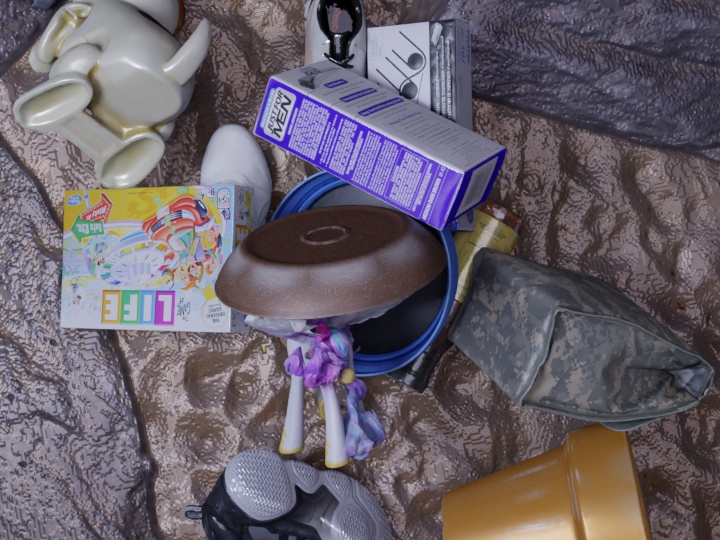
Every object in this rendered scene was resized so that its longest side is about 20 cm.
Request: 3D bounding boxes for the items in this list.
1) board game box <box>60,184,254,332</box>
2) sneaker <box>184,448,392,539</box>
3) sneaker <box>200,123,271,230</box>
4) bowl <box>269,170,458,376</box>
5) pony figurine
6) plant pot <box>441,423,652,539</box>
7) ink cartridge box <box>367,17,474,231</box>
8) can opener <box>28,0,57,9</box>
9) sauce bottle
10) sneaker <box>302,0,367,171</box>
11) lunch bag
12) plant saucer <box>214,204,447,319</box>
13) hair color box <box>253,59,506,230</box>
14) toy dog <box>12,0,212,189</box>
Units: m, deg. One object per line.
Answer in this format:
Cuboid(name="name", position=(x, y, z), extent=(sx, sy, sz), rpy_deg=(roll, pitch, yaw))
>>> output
Cuboid(name="board game box", position=(-0.193, -0.010, 1.191), extent=(0.200, 0.034, 0.135), rpy_deg=(0, 87, 29))
Cuboid(name="sneaker", position=(-0.071, 0.240, 1.222), extent=(0.200, 0.076, 0.114), rpy_deg=(28, 131, -31))
Cuboid(name="sneaker", position=(-0.123, -0.045, 1.226), extent=(0.070, 0.080, 0.200), rpy_deg=(1, 86, -2))
Cuboid(name="bowl", position=(0.000, 0.000, 1.209), extent=(0.200, 0.039, 0.201), rpy_deg=(4, 99, 25))
Cuboid(name="pony figurine", position=(-0.033, 0.068, 1.124), extent=(0.166, 0.193, 0.200), rpy_deg=(-11, 95, -27))
Cuboid(name="plant pot", position=(0.179, 0.255, 1.189), extent=(0.183, 0.200, 0.200), rpy_deg=(-13, 89, 11))
Cuboid(name="ink cartridge box", position=(0.058, -0.137, 1.221), extent=(0.094, 0.044, 0.200), rpy_deg=(-1, 90, 25))
Cuboid(name="can opener", position=(-0.312, -0.358, 1.247), extent=(0.067, 0.053, 0.200), rpy_deg=(13, 86, -36))
Cuboid(name="sauce bottle", position=(0.090, 0.024, 1.246), extent=(0.066, 0.066, 0.200), rpy_deg=(29, 89, -2))
Cuboid(name="sneaker", position=(-0.028, -0.192, 1.237), extent=(0.074, 0.080, 0.200), rpy_deg=(-2, 90, -6))
Cuboid(name="lunch bag", position=(0.208, 0.068, 1.177), extent=(0.200, 0.164, 0.118), rpy_deg=(12, 106, -25))
Cuboid(name="plant saucer", position=(-0.028, -0.016, 1.076), extent=(0.200, 0.200, 0.037), rpy_deg=(-9, 111, -4))
Cuboid(name="hair color box", position=(0.018, -0.117, 1.143), extent=(0.200, 0.109, 0.065), rpy_deg=(30, 118, 16))
Cuboid(name="toy dog", position=(-0.225, -0.215, 1.179), extent=(0.139, 0.200, 0.194), rpy_deg=(29, 127, -34))
